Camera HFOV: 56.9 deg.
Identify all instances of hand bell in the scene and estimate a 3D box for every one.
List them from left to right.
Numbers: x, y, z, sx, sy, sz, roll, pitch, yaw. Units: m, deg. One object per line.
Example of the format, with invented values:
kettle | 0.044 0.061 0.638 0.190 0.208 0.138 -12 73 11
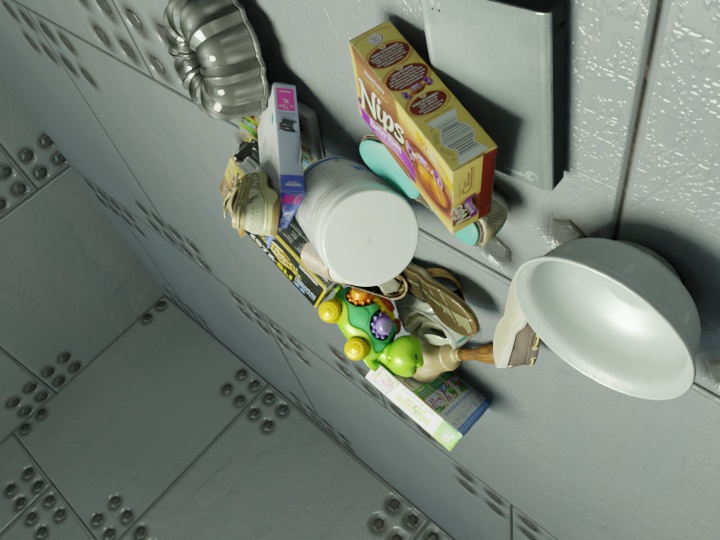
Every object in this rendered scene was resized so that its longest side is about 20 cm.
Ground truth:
hand bell | 0.179 0.141 1.126 0.200 0.104 0.104 -9 125 50

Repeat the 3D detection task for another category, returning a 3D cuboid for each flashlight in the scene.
flashlight | -0.129 -0.133 1.131 0.067 0.068 0.200 -6 141 41

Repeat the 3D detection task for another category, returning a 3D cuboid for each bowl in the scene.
bowl | 0.268 0.034 0.694 0.201 0.090 0.201 38 158 18

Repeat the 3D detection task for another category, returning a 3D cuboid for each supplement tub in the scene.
supplement tub | -0.013 -0.073 0.898 0.132 0.132 0.200 56 178 -27

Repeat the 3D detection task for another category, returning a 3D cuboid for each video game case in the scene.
video game case | -0.136 -0.230 1.073 0.200 0.023 0.182 35 158 24

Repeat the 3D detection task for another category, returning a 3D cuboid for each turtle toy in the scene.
turtle toy | 0.024 0.100 1.123 0.200 0.101 0.146 54 -171 12

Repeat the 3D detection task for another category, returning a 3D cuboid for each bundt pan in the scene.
bundt pan | -0.211 -0.299 0.931 0.202 0.076 0.202 46 153 32

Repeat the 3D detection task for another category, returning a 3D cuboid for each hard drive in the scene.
hard drive | 0.130 -0.178 0.637 0.139 0.033 0.200 31 156 34

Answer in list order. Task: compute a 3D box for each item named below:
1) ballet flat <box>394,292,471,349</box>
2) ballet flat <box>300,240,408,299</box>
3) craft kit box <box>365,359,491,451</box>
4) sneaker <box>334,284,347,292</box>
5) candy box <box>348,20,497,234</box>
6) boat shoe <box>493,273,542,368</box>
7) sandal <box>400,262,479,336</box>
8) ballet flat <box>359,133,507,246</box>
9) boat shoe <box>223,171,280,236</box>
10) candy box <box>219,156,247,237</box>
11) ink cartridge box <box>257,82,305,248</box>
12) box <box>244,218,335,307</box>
ballet flat | 0.110 0.087 1.146 0.200 0.069 0.070 19 148 51
ballet flat | 0.000 0.000 1.033 0.199 0.068 0.067 18 -168 -37
craft kit box | 0.131 0.223 1.234 0.197 0.049 0.200 42 -159 17
sneaker | -0.018 -0.040 1.148 0.074 0.082 0.200 58 159 32
candy box | 0.063 -0.150 0.695 0.200 0.056 0.117 56 171 26
boat shoe | 0.225 0.065 0.885 0.059 0.072 0.200 3 139 -2
sandal | 0.125 0.028 1.034 0.200 0.054 0.081 43 161 53
ballet flat | 0.090 -0.107 0.792 0.200 0.075 0.068 41 148 20
boat shoe | -0.156 -0.095 0.905 0.200 0.062 0.074 -143 56 -67
candy box | -0.222 -0.147 1.309 0.116 0.055 0.200 66 160 2
ink cartridge box | -0.112 -0.144 0.935 0.119 0.042 0.201 132 137 -62
box | -0.120 -0.036 1.137 0.200 0.049 0.160 47 166 2
